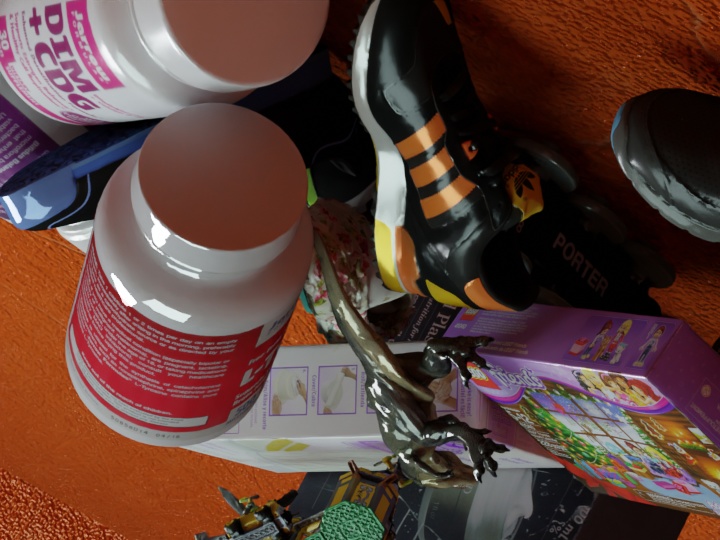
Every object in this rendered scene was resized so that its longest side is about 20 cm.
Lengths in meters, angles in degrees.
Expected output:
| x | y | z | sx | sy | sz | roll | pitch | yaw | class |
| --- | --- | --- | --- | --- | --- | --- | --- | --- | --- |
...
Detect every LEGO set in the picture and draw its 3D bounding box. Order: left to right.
| x | y | z | sx | sy | sz | roll | pitch | yaw | class |
| --- | --- | --- | --- | --- | --- | --- | --- | --- | --- |
| 0.007 | 0.189 | 1.661 | 0.154 | 0.116 | 0.200 | -35 | 103 | 27 | LEGO set |

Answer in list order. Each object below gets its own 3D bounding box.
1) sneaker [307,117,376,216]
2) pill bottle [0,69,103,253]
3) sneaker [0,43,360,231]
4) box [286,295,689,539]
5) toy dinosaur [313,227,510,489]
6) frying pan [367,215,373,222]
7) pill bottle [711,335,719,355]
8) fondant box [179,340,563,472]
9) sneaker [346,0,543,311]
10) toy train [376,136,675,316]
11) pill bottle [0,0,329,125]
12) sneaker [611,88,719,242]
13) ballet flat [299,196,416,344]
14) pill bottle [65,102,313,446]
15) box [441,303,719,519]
| x | y | z | sx | sy | sz | roll | pitch | yaw | class |
| --- | --- | --- | --- | --- | --- | --- | --- | --- | --- |
| -0.062 | -0.084 | 1.620 | 0.200 | 0.072 | 0.083 | 17 | 160 | 36 | sneaker |
| -0.193 | -0.094 | 1.589 | 0.112 | 0.112 | 0.200 | 9 | 153 | 51 | pill bottle |
| -0.093 | -0.052 | 1.536 | 0.070 | 0.200 | 0.078 | -143 | 31 | -73 | sneaker |
| 0.096 | 0.119 | 1.759 | 0.196 | 0.200 | 0.124 | 18 | 162 | 33 | box |
| 0.032 | 0.062 | 1.482 | 0.088 | 0.047 | 0.200 | 14 | 142 | 40 | toy dinosaur |
| -0.025 | -0.023 | 1.675 | 0.115 | 0.031 | 0.190 | 22 | -164 | 11 | frying pan |
| 0.245 | 0.066 | 1.503 | 0.106 | 0.106 | 0.200 | 31 | 164 | -11 | pill bottle |
| 0.007 | 0.081 | 1.651 | 0.200 | 0.058 | 0.144 | -4 | 168 | 26 | fondant box |
| 0.052 | -0.063 | 1.414 | 0.090 | 0.070 | 0.200 | 17 | 135 | 26 | sneaker |
| 0.089 | -0.010 | 1.568 | 0.114 | 0.085 | 0.200 | 12 | 157 | 45 | toy train |
| -0.104 | -0.135 | 1.448 | 0.113 | 0.113 | 0.200 | 35 | 163 | -24 | pill bottle |
| 0.214 | -0.043 | 1.305 | 0.200 | 0.073 | 0.082 | 22 | 148 | 1 | sneaker |
| 0.000 | 0.000 | 1.572 | 0.064 | 0.076 | 0.200 | -3 | 172 | 3 | ballet flat |
| -0.086 | 0.001 | 1.454 | 0.112 | 0.112 | 0.200 | 27 | 149 | 3 | pill bottle |
| 0.143 | 0.074 | 1.477 | 0.137 | 0.039 | 0.200 | 43 | 163 | -24 | box |
